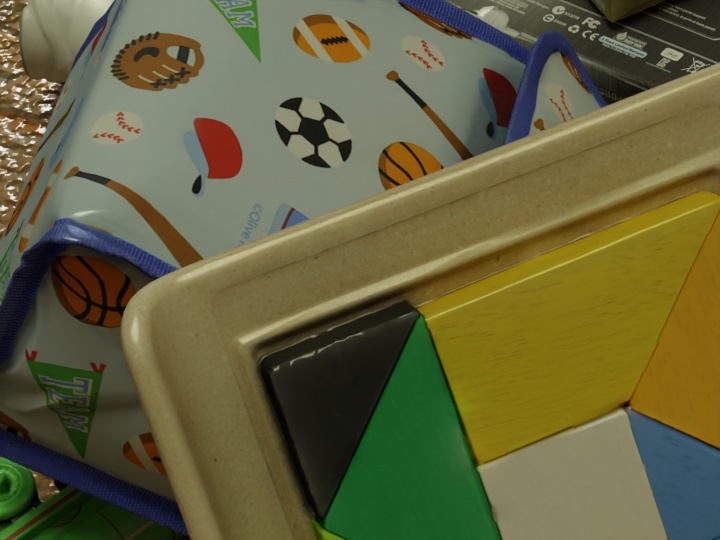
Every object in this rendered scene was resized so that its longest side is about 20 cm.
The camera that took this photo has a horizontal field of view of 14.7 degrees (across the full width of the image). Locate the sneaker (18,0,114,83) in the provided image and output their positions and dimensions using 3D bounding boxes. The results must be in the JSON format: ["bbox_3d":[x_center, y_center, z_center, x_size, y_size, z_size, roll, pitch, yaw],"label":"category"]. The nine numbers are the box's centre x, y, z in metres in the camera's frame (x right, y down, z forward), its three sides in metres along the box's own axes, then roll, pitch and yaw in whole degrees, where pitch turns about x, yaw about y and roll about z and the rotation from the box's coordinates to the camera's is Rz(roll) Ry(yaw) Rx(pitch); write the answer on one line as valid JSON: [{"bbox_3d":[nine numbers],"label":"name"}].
[{"bbox_3d":[-0.051,-0.136,1.052,0.080,0.070,0.200,17,57,16],"label":"sneaker"}]

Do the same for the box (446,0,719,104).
[{"bbox_3d":[0.097,-0.114,0.999,0.200,0.048,0.158,26,54,33],"label":"box"}]

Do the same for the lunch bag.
[{"bbox_3d":[0.000,0.000,0.837,0.200,0.124,0.170,27,46,-11],"label":"lunch bag"}]

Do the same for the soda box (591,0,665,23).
[{"bbox_3d":[0.068,-0.173,0.982,0.064,0.068,0.200,-22,43,-11],"label":"soda box"}]

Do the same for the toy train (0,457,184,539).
[{"bbox_3d":[-0.113,0.095,0.842,0.200,0.042,0.056,-35,58,-22],"label":"toy train"}]

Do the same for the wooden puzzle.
[{"bbox_3d":[0.056,0.058,0.743,0.200,0.185,0.037,-22,14,-13],"label":"wooden puzzle"}]
